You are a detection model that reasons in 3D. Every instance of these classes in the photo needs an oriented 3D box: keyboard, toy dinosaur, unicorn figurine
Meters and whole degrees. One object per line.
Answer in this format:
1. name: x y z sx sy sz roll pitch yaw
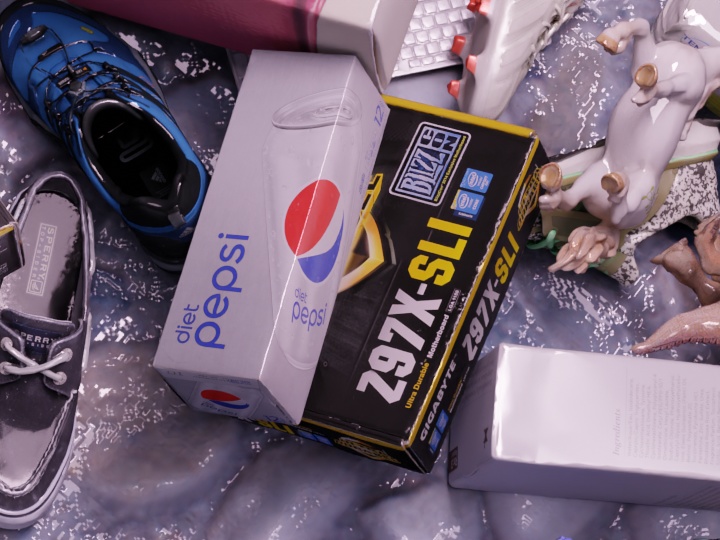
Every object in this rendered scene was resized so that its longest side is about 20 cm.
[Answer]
1. keyboard: 0.016 -0.143 1.676 0.200 0.011 0.056 -13 80 -16
2. toy dinosaur: 0.249 0.020 1.610 0.200 0.086 0.136 -33 87 -44
3. unicorn figurine: 0.171 -0.089 1.579 0.074 0.137 0.200 46 106 23

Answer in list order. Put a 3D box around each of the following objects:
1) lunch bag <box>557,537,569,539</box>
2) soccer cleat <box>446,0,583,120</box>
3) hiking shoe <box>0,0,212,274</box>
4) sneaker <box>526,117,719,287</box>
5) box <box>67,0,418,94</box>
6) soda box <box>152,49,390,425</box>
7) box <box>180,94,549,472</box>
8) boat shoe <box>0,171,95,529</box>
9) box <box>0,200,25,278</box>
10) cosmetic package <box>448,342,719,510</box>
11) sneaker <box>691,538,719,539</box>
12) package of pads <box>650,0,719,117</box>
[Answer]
1. lunch bag: 0.041 0.211 1.514 0.200 0.151 0.094 -33 87 -18
2. soccer cleat: 0.109 -0.170 1.668 0.077 0.069 0.200 21 64 -8
3. hiking shoe: -0.141 -0.092 1.564 0.074 0.087 0.200 -39 69 -7
4. sneaker: 0.136 -0.028 1.649 0.200 0.077 0.089 -19 93 -14
5. box: -0.063 -0.198 1.560 0.200 0.109 0.128 16 76 9
6. soda box: -0.047 -0.020 1.521 0.068 0.063 0.200 7 66 24
7. box: 0.000 0.000 1.569 0.159 0.049 0.200 16 71 24
8. boat shoe: -0.183 0.042 1.551 0.072 0.068 0.200 13 74 -10
9. box: -0.310 -0.022 1.519 0.200 0.049 0.160 -29 61 -18
10. cosmetic package: 0.159 0.093 1.605 0.200 0.102 0.074 8 75 -13
11. sneaker: 0.240 0.240 1.565 0.078 0.140 0.200 -27 83 -18
12. package of pads: 0.282 -0.165 1.702 0.154 0.068 0.200 38 62 -3
